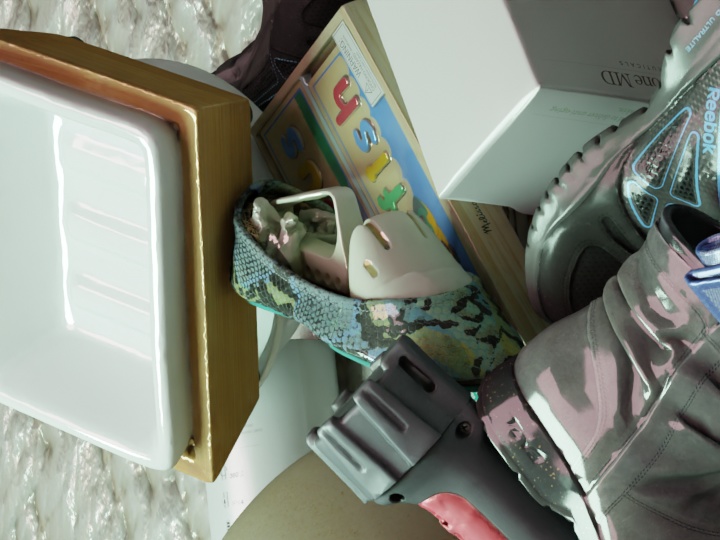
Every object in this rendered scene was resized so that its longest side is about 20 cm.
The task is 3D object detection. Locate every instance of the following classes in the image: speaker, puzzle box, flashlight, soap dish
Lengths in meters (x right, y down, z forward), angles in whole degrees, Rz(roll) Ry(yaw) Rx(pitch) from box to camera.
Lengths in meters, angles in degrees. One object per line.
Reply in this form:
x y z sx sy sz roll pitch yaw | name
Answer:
-0.042 0.139 1.443 0.081 0.081 0.201 -27 67 59 | speaker
0.022 -0.012 1.243 0.201 0.025 0.133 62 150 13 | puzzle box
0.064 0.123 1.119 0.200 0.068 0.068 42 151 -4 | flashlight
-0.122 -0.014 1.305 0.157 0.081 0.201 20 124 34 | soap dish

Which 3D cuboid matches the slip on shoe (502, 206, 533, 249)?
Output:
0.050 -0.019 1.276 0.076 0.060 0.201 -163 75 -69 | slip on shoe

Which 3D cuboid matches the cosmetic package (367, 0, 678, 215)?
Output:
0.067 -0.128 1.197 0.085 0.107 0.201 -50 49 39 | cosmetic package

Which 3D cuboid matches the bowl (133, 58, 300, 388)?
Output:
-0.090 -0.029 1.391 0.201 0.090 0.202 21 125 33 | bowl

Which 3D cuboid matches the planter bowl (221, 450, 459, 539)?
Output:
-0.007 0.183 1.258 0.200 0.134 0.201 47 150 39 | planter bowl

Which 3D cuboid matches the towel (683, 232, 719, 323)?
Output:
0.218 0.027 0.884 0.200 0.147 0.024 -13 36 50 | towel

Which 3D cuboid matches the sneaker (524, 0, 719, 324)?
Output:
0.135 -0.032 1.100 0.082 0.073 0.200 54 134 25 | sneaker

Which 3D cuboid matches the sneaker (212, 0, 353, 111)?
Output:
-0.018 -0.113 1.409 0.082 0.073 0.200 50 138 14 | sneaker

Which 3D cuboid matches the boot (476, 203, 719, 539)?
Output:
0.147 0.084 1.065 0.132 0.070 0.200 -41 86 29 | boot

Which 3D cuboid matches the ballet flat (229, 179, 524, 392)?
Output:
0.000 0.000 1.194 0.200 0.074 0.075 19 107 51 | ballet flat
